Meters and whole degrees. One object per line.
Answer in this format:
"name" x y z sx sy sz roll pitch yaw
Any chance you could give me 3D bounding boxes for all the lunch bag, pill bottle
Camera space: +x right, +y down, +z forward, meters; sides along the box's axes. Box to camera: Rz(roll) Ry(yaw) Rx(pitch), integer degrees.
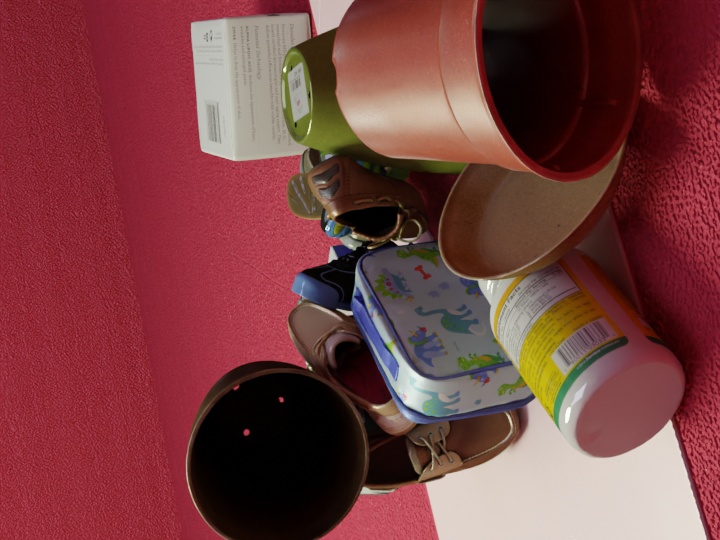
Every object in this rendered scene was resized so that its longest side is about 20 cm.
"lunch bag" 0.082 0.057 1.225 0.201 0.158 0.083 -120 29 -44
"pill bottle" 0.177 0.052 1.036 0.201 0.111 0.114 -122 31 -46

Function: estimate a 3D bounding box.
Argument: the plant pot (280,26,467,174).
"plant pot" 0.026 -0.182 1.226 0.187 0.197 0.190 173 90 -69

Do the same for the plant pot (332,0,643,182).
"plant pot" 0.091 -0.170 0.985 0.194 0.199 0.204 2 100 48

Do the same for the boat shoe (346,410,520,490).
"boat shoe" 0.074 0.189 1.279 0.077 0.198 0.072 66 -160 -1

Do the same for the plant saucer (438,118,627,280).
"plant saucer" 0.153 -0.067 1.040 0.199 0.035 0.202 -35 32 26

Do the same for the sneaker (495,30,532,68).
"sneaker" 0.119 -0.263 1.104 0.199 0.075 0.115 36 127 35

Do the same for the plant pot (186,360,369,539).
"plant pot" -0.102 0.171 1.305 0.200 0.184 0.190 -140 45 -74

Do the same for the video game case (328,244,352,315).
"video game case" -0.001 0.098 1.623 0.201 0.045 0.183 -117 29 -42

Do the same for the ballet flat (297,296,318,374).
"ballet flat" -0.027 0.122 1.423 0.063 0.075 0.203 -3 98 40

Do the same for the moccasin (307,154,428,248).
"moccasin" 0.019 -0.059 1.254 0.201 0.073 0.079 28 -139 -65

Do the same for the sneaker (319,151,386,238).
"sneaker" -0.016 -0.135 1.342 0.082 0.070 0.203 4 84 30

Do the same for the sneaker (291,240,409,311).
"sneaker" 0.000 0.000 1.388 0.070 0.199 0.079 24 103 35

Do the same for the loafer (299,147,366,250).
"loafer" -0.017 -0.109 1.574 0.201 0.074 0.070 57 136 40

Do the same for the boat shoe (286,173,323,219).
"boat shoe" -0.001 -0.081 1.428 0.198 0.064 0.073 12 105 44

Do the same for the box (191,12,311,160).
"box" -0.158 -0.271 1.788 0.199 0.129 0.203 -157 62 -67

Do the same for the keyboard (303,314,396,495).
"keyboard" -0.016 0.152 1.370 0.126 0.021 0.203 -6 92 32

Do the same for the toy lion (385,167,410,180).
"toy lion" 0.015 -0.193 1.469 0.192 0.068 0.203 130 129 -72

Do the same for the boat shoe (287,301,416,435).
"boat shoe" -0.013 0.089 1.285 0.199 0.074 0.069 39 171 33
